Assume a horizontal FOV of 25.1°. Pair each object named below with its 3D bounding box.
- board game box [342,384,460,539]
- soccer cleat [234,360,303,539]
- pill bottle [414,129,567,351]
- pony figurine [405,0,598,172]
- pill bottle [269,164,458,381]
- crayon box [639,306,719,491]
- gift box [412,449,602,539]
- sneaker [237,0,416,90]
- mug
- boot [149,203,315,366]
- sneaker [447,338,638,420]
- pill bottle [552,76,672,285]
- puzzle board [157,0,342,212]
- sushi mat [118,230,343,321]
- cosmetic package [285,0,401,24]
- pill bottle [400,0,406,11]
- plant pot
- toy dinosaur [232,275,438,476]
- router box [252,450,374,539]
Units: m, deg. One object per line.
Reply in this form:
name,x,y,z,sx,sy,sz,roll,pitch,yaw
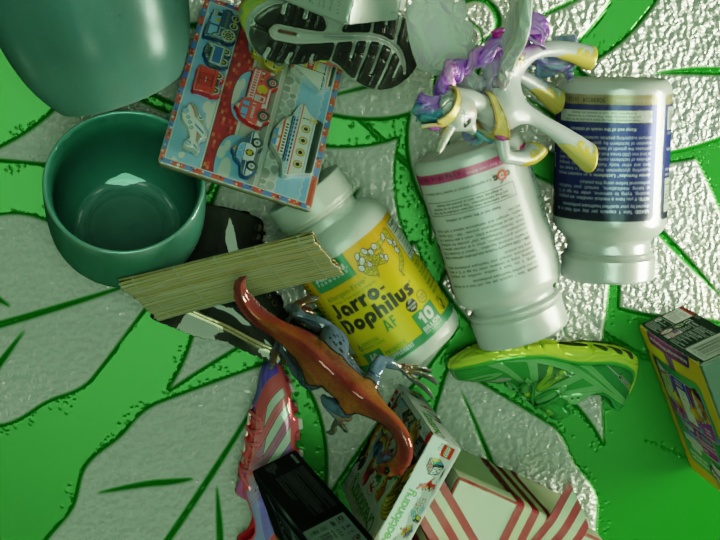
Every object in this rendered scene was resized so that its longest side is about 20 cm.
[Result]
board game box,0.037,0.195,1.593,0.035,0.200,0.127,27,94,-11
soccer cleat,-0.096,0.191,1.647,0.076,0.067,0.201,-5,103,-6
pill bottle,0.134,-0.030,1.613,0.113,0.113,0.201,-18,100,-3
pony figurine,0.132,-0.188,1.501,0.199,0.166,0.194,10,78,-38
pill bottle,0.000,0.000,1.603,0.113,0.113,0.200,-34,101,0
crayon box,0.359,0.140,1.621,0.058,0.200,0.173,-24,101,-3
gift box,0.122,0.275,1.623,0.184,0.187,0.201,20,97,-10
sneaker,-0.030,-0.234,1.566,0.199,0.090,0.078,11,109,-33
mug,-0.210,-0.066,1.557,0.184,0.115,0.153,-19,69,-15
boot,-0.094,0.014,1.617,0.199,0.077,0.139,18,92,-10
sneaker,0.188,0.112,1.661,0.199,0.074,0.084,4,95,-7
pill bottle,0.250,-0.091,1.615,0.115,0.116,0.201,0,98,-7
puzzle board,-0.099,-0.163,1.555,0.150,0.017,0.201,17,60,-9
sushi mat,-0.122,0.007,1.527,0.199,0.096,0.012,-14,65,14
cosmetic package,-0.051,-0.309,1.499,0.081,0.200,0.113,-15,122,-48
pill bottle,0.028,-0.355,1.554,0.104,0.104,0.201,11,98,-8
plant pot,-0.249,-0.239,1.502,0.200,0.201,0.162,-19,113,-3
toy dinosaur,-0.026,0.113,1.507,0.200,0.182,0.105,20,110,-44
router box,-0.026,0.285,1.551,0.052,0.200,0.158,-24,117,-15
